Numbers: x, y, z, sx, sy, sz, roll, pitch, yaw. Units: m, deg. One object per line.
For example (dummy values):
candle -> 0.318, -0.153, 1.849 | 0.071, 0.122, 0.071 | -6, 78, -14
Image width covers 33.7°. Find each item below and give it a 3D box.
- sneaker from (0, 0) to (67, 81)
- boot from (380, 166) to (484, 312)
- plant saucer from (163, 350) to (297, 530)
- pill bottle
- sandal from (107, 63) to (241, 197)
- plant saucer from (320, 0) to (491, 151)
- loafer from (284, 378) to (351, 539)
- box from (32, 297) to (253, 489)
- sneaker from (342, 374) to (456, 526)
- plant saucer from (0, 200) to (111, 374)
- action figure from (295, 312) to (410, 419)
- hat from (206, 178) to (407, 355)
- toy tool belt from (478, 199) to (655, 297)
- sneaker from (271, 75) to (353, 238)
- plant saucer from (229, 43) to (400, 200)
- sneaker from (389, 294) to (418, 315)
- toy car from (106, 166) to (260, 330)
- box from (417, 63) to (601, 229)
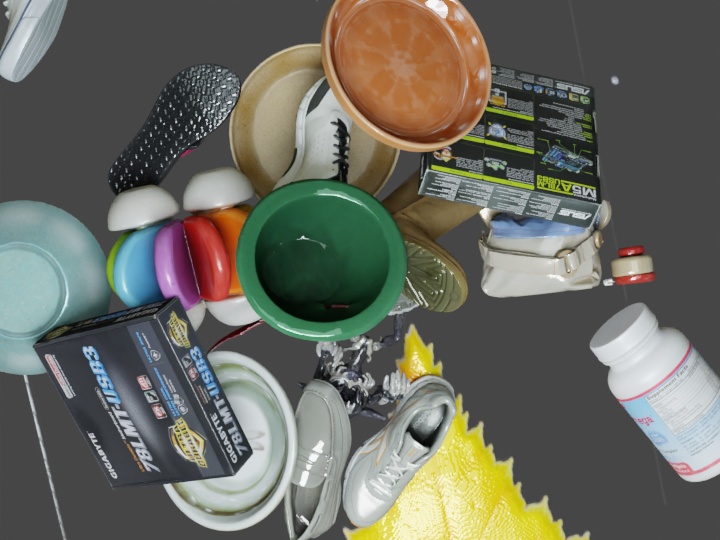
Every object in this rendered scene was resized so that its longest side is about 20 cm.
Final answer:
sneaker -> -0.368, -0.310, 1.326 | 0.070, 0.073, 0.202 | 21, 84, 3
boot -> 0.092, -0.052, 1.293 | 0.174, 0.199, 0.067 | 33, 133, 24
plant saucer -> -0.147, 0.193, 1.364 | 0.198, 0.050, 0.203 | -1, 87, 28
pill bottle -> 0.362, 0.140, 1.395 | 0.109, 0.109, 0.200 | -40, 96, 0
sandal -> -0.214, -0.161, 1.362 | 0.075, 0.045, 0.200 | 45, 105, -1
plant saucer -> 0.048, -0.222, 1.268 | 0.198, 0.032, 0.203 | 8, 72, -23
loafer -> -0.054, 0.221, 1.355 | 0.069, 0.070, 0.203 | 15, 117, 28
box -> -0.239, 0.141, 1.306 | 0.197, 0.050, 0.202 | -13, 110, 33
sneaker -> 0.044, 0.214, 1.383 | 0.075, 0.092, 0.201 | 31, 93, -7
plant saucer -> -0.387, 0.022, 1.360 | 0.198, 0.039, 0.204 | 0, 94, -5
action figure -> 0.000, 0.103, 1.368 | 0.118, 0.102, 0.202 | 21, 90, -7
hat -> -0.063, 0.008, 1.263 | 0.197, 0.176, 0.168 | 2, 76, -9
toy tool belt -> 0.231, -0.039, 1.359 | 0.197, 0.125, 0.125 | -6, 89, 16
sneaker -> -0.035, -0.122, 1.298 | 0.073, 0.079, 0.203 | 28, 73, -44
plant saucer -> -0.052, -0.158, 1.374 | 0.197, 0.035, 0.203 | 0, 95, -4
sneaker -> 0.000, 0.000, 1.313 | 0.197, 0.078, 0.100 | -12, 64, -8
toy car -> -0.187, -0.010, 1.309 | 0.197, 0.150, 0.177 | -13, 102, 0
box -> 0.168, -0.148, 1.329 | 0.197, 0.048, 0.195 | 10, 52, -6
